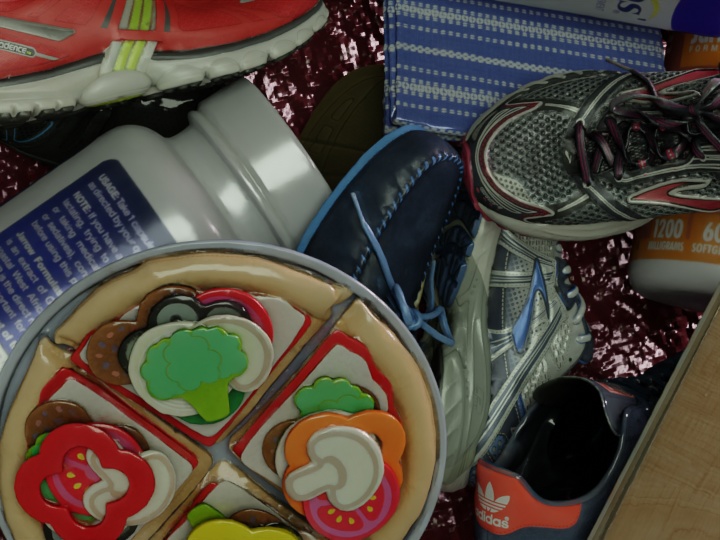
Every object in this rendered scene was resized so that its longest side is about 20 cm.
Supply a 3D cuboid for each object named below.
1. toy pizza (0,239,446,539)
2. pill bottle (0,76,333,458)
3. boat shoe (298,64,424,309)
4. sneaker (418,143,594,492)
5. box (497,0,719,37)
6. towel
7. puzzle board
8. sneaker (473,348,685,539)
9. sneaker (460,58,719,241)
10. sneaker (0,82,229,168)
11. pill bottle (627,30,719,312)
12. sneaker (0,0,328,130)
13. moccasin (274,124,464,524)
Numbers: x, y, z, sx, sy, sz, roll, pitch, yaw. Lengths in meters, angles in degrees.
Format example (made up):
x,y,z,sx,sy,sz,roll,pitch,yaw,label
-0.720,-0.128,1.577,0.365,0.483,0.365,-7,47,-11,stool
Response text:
x,y,z,sx,sy,sz,roll,pitch,yaw,label
-0.061,0.083,0.891,0.200,0.032,0.201,-2,113,-4,toy pizza
-0.110,0.004,0.954,0.200,0.120,0.120,-35,94,-5,pill bottle
0.002,0.001,1.019,0.073,0.063,0.201,0,80,32,boat shoe
0.074,0.014,1.031,0.085,0.077,0.200,11,92,-20,sneaker
0.095,-0.223,0.979,0.200,0.105,0.184,10,63,3,box
0.078,-0.144,1.025,0.145,0.024,0.200,6,63,-13,towel
0.190,0.091,0.999,0.200,0.017,0.151,23,95,-48,puzzle board
0.127,0.074,0.994,0.200,0.075,0.085,-38,128,-36,sneaker
0.144,-0.063,0.939,0.200,0.075,0.081,-8,84,1,sneaker
-0.156,-0.090,0.979,0.200,0.082,0.073,7,82,-12,sneaker
0.202,-0.078,1.033,0.112,0.112,0.200,11,84,-10,pill bottle
-0.103,-0.118,0.930,0.200,0.077,0.085,-15,96,-30,sneaker
0.002,0.034,0.939,0.080,0.068,0.200,5,115,-51,moccasin
